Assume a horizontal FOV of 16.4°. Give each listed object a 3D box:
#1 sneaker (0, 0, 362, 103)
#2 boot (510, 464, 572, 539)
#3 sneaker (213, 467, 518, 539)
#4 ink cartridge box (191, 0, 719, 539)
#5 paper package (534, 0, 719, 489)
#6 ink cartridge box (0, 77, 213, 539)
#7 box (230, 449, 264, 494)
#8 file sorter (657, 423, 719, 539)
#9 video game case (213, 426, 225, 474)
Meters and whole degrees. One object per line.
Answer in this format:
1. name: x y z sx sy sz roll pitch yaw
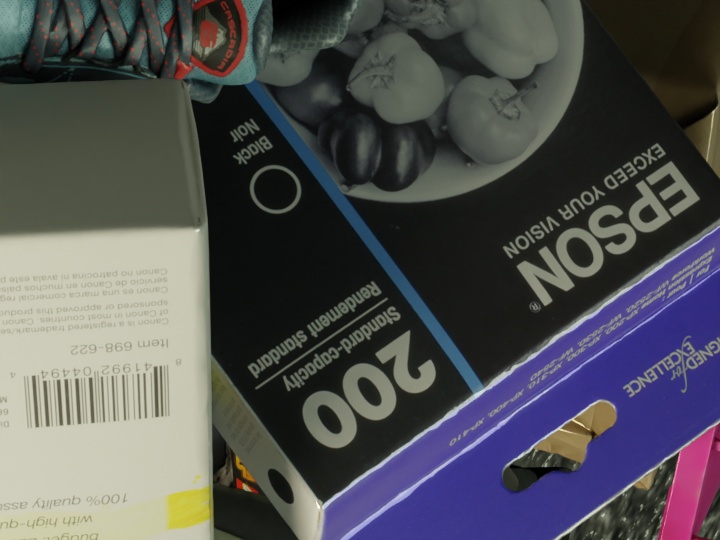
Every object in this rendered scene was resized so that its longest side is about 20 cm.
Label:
1. sneaker: -0.072 -0.095 0.802 0.200 0.095 0.080 -20 130 -49
2. boot: 0.055 0.191 1.190 0.165 0.065 0.201 14 80 -69
3. sneaker: -0.022 0.104 1.015 0.200 0.106 0.075 24 138 -25
4. ink cartridge box: 0.031 -0.001 0.877 0.198 0.200 0.043 -34 173 -20
5. paper package: 0.109 -0.041 1.051 0.200 0.103 0.191 -55 154 -57
6. ink cartridge box: -0.121 0.046 0.791 0.145 0.084 0.200 -3 128 -8
7. box: 0.000 0.000 1.047 0.137 0.040 0.200 -37 142 -35
8. file sorter: 0.219 0.024 1.077 0.139 0.125 0.201 -45 147 -66
9. video game case: -0.104 0.031 0.936 0.143 0.019 0.200 -34 141 -38
